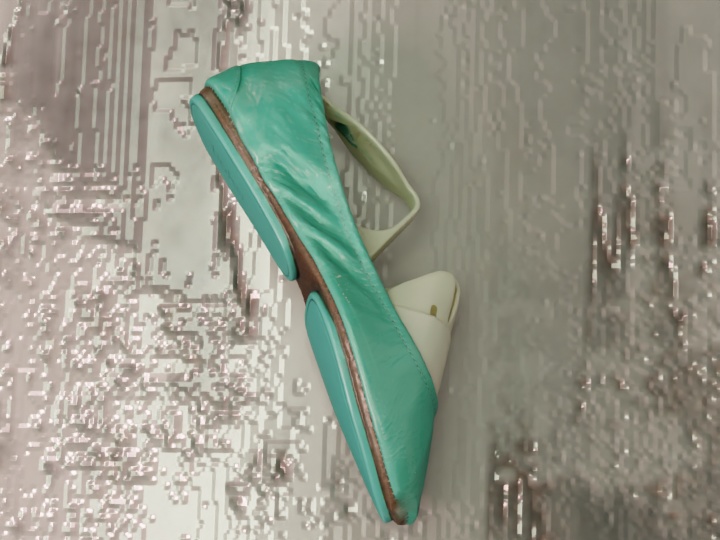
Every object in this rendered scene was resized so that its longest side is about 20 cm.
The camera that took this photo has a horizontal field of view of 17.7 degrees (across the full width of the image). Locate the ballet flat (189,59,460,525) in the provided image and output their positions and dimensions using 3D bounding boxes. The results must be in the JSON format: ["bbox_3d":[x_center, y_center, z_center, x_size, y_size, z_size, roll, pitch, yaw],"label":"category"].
[{"bbox_3d":[0.000,0.000,0.928,0.070,0.067,0.201,-23,77,-9],"label":"ballet flat"}]
